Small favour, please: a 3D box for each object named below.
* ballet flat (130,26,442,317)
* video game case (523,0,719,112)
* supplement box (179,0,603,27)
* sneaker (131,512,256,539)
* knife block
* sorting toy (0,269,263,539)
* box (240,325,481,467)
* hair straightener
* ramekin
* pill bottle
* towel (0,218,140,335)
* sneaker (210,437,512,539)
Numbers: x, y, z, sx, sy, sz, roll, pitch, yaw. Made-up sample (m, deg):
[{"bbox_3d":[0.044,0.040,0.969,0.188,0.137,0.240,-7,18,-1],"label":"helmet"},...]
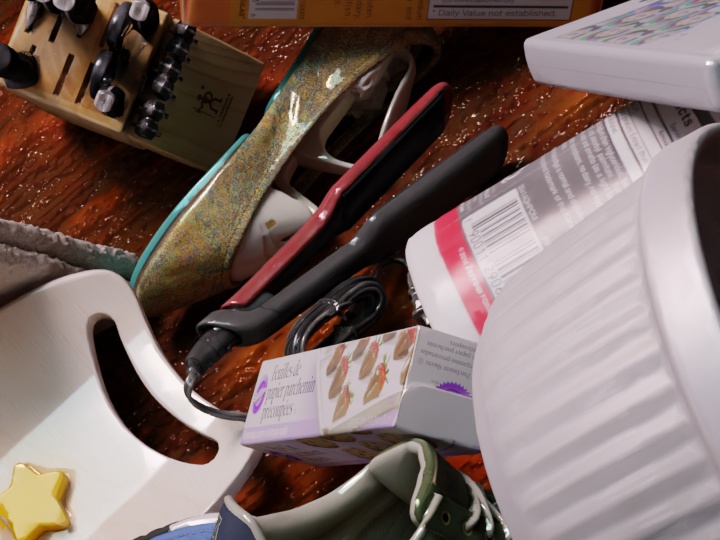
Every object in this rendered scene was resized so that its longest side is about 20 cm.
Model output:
[{"bbox_3d":[-0.030,-0.050,1.183,0.071,0.071,0.200,21,69,47],"label":"ballet flat"},{"bbox_3d":[0.176,-0.105,0.952,0.181,0.024,0.200,-21,12,-11],"label":"video game case"},{"bbox_3d":[0.014,-0.156,1.164,0.199,0.069,0.067,1,42,-11],"label":"supplement box"},{"bbox_3d":[-0.105,0.157,0.959,0.200,0.076,0.077,-32,0,-25],"label":"sneaker"},{"bbox_3d":[-0.145,-0.111,1.229,0.200,0.175,0.064,22,88,47],"label":"knife block"},{"bbox_3d":[-0.143,0.092,1.084,0.180,0.107,0.200,-38,64,-9],"label":"sorting toy"},{"bbox_3d":[0.002,0.052,0.973,0.200,0.041,0.039,164,122,-70],"label":"box"},{"bbox_3d":[0.000,0.000,1.099,0.077,0.041,0.200,37,61,21],"label":"hair straightener"},{"bbox_3d":[0.126,0.062,0.852,0.105,0.200,0.201,-31,39,26],"label":"ramekin"},{"bbox_3d":[0.127,-0.015,0.982,0.199,0.111,0.111,-31,40,10],"label":"pill bottle"},{"bbox_3d":[-0.193,0.016,1.149,0.132,0.200,0.035,-27,72,18],"label":"towel"},{"bbox_3d":[0.034,0.103,0.884,0.199,0.090,0.067,-10,19,-22],"label":"sneaker"}]
